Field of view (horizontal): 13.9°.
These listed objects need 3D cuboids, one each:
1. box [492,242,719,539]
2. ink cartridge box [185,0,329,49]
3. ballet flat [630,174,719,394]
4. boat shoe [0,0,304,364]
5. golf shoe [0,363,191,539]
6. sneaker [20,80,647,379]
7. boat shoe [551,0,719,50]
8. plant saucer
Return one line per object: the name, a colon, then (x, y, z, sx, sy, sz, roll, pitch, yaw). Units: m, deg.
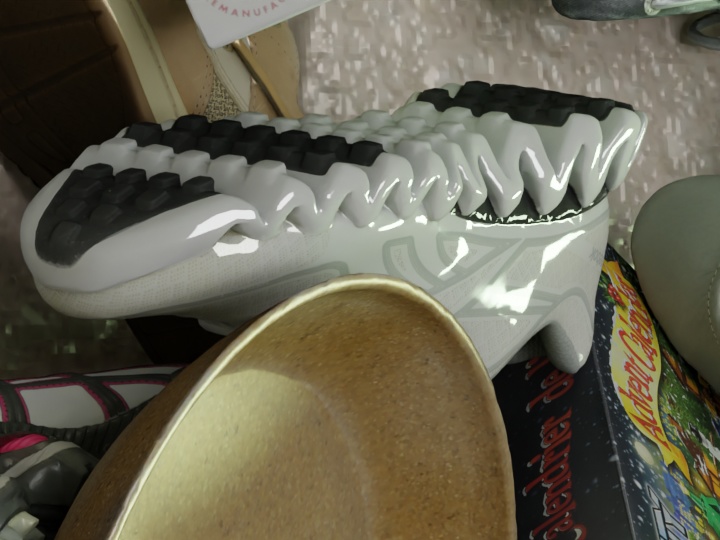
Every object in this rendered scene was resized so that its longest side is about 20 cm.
box: (0.095, 0.085, 0.813, 0.137, 0.038, 0.200, 43, 21, -27)
ink cartridge box: (0.007, -0.119, 0.730, 0.068, 0.115, 0.200, 63, 16, -15)
ballet flat: (0.154, 0.037, 0.820, 0.067, 0.064, 0.200, -38, 72, -12)
boat shoe: (-0.052, -0.046, 0.772, 0.065, 0.071, 0.201, -49, 124, -35)
golf shoe: (-0.085, 0.049, 0.710, 0.078, 0.088, 0.200, -69, 163, 8)
sneaker: (0.000, 0.000, 0.732, 0.199, 0.075, 0.082, -8, 107, -47)
boat shoe: (0.130, -0.100, 0.909, 0.199, 0.073, 0.069, -7, 104, -51)
plant saucer: (-0.026, 0.097, 0.677, 0.200, 0.035, 0.201, -26, 121, -55)
